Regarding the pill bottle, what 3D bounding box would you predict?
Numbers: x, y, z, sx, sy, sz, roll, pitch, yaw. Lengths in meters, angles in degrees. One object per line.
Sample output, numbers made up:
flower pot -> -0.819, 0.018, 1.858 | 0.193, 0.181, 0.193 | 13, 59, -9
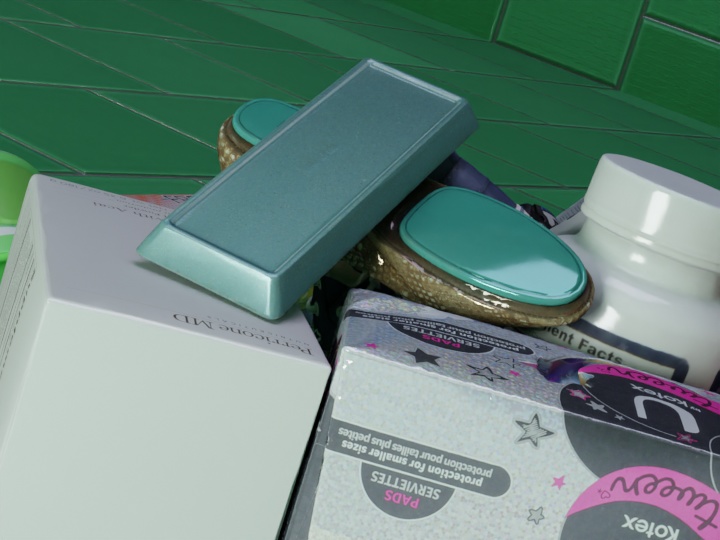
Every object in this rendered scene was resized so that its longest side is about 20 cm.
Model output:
pill bottle -> 0.116, 0.051, 0.950 | 0.111, 0.200, 0.111 | 20, 12, -4

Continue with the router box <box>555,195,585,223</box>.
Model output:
router box -> 0.194, 0.051, 1.188 | 0.180, 0.049, 0.200 | 52, 6, -15

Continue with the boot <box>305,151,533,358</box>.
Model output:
boot -> 0.000, 0.000, 1.025 | 0.090, 0.200, 0.073 | 46, 39, -5

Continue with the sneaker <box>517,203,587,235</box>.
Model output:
sneaker -> 0.112, -0.012, 1.069 | 0.073, 0.200, 0.112 | 41, 35, -20

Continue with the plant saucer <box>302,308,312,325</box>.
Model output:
plant saucer -> 0.053, 0.045, 1.176 | 0.199, 0.036, 0.200 | 9, 31, -6

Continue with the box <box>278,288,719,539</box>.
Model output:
box -> 0.071, 0.102, 0.841 | 0.199, 0.133, 0.115 | 16, 12, -3

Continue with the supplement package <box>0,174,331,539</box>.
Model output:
supplement package -> -0.099, 0.050, 0.869 | 0.121, 0.120, 0.200 | 15, 13, -15

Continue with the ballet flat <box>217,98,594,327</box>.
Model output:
ballet flat -> 0.018, -0.013, 0.926 | 0.200, 0.065, 0.070 | 31, 43, 24

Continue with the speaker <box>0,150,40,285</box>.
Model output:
speaker -> -0.192, -0.005, 1.056 | 0.088, 0.089, 0.200 | 13, 14, -19

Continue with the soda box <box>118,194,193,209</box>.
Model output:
soda box -> -0.086, -0.009, 1.255 | 0.068, 0.064, 0.200 | 24, 16, 30

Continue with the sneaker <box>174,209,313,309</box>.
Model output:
sneaker -> -0.063, 0.007, 1.126 | 0.199, 0.077, 0.075 | -3, -10, -9

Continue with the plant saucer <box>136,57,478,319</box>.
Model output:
plant saucer -> -0.017, -0.044, 0.886 | 0.070, 0.019, 0.200 | 25, 36, 16
